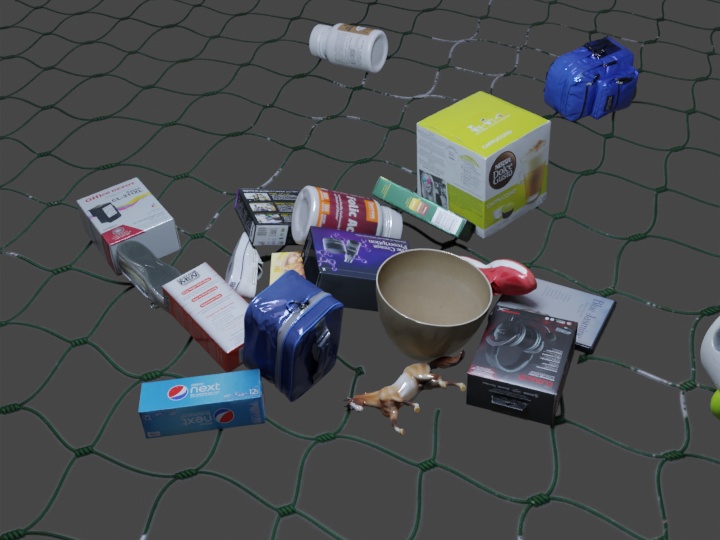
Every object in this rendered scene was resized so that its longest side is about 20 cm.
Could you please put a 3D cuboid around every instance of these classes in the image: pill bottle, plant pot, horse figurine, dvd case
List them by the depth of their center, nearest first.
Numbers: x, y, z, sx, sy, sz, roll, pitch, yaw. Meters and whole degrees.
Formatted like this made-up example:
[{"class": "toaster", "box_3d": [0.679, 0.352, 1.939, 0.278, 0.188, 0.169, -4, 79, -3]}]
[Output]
[{"class": "horse figurine", "box_3d": [0.085, 0.195, 1.465, 0.199, 0.050, 0.132, -34, 26, -20]}, {"class": "plant pot", "box_3d": [0.117, 0.078, 1.542, 0.197, 0.136, 0.201, 5, 38, -4]}, {"class": "dvd case", "box_3d": [0.348, 0.075, 1.627, 0.198, 0.018, 0.143, 17, 43, 24]}, {"class": "pill bottle", "box_3d": [-0.025, -0.092, 1.750, 0.198, 0.115, 0.115, 9, 32, -24]}, {"class": "pill bottle", "box_3d": [-0.034, -0.612, 2.448, 0.198, 0.115, 0.114, 17, 43, 25]}]

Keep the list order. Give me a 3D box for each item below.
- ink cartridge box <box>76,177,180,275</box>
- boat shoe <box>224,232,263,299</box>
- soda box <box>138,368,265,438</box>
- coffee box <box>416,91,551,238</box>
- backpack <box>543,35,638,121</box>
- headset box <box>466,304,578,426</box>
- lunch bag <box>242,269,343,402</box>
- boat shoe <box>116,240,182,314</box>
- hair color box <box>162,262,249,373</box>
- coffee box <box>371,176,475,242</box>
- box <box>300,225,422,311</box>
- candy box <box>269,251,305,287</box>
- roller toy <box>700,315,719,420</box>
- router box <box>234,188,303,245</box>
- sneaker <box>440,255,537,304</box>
[{"class": "ink cartridge box", "box_3d": [-0.487, -0.096, 1.868, 0.145, 0.084, 0.200, -26, 44, -24]}, {"class": "boat shoe", "box_3d": [-0.221, -0.007, 1.749, 0.065, 0.072, 0.201, 24, 22, -13]}, {"class": "soda box", "box_3d": [-0.257, 0.218, 1.468, 0.197, 0.065, 0.068, -6, 38, -3]}, {"class": "coffee box", "box_3d": [0.254, -0.225, 1.866, 0.199, 0.200, 0.199, -30, 45, -29]}, {"class": "backpack", "box_3d": [0.553, -0.452, 2.153, 0.198, 0.164, 0.168, -19, 44, -19]}, {"class": "headset box", "box_3d": [0.266, 0.160, 1.482, 0.147, 0.078, 0.201, 12, 40, 19]}, {"class": "lunch bag", "box_3d": [-0.103, 0.108, 1.478, 0.132, 0.201, 0.136, 33, 52, 21]}, {"class": "boat shoe", "box_3d": [-0.400, 0.022, 1.728, 0.201, 0.065, 0.074, 37, 43, 22]}, {"class": "hair color box", "box_3d": [-0.260, 0.082, 1.614, 0.101, 0.062, 0.200, -30, 57, -30]}, {"class": "coffee box", "box_3d": [0.127, -0.121, 1.788, 0.198, 0.044, 0.123, 28, 5, 17]}, {"class": "box", "box_3d": [0.000, 0.000, 1.656, 0.197, 0.079, 0.142, 7, 40, -18]}, {"class": "candy box", "box_3d": [-0.112, 0.044, 1.679, 0.114, 0.056, 0.201, -4, 39, 0]}, {"class": "roller toy", "box_3d": [0.635, 0.135, 1.390, 0.197, 0.184, 0.140, -9, 37, -5]}, {"class": "router box", "box_3d": [-0.144, -0.110, 1.838, 0.197, 0.052, 0.150, 0, 35, -25]}, {"class": "sneaker", "box_3d": [0.219, 0.040, 1.634, 0.199, 0.079, 0.116, 5, 44, 50]}]
